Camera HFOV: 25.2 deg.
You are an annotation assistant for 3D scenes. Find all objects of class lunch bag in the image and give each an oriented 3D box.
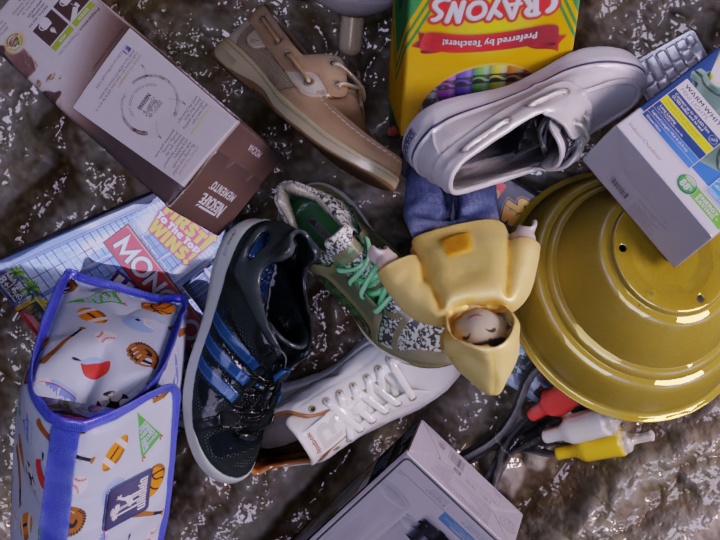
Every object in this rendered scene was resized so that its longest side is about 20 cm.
[{"bbox_3d":[-0.191,0.124,1.157,0.123,0.200,0.171,10,116,-1],"label":"lunch bag"}]

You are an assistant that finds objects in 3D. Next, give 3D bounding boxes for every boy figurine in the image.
[{"bbox_3d":[0.068,-0.005,1.147,0.124,0.065,0.201,-4,57,-3],"label":"boy figurine"}]

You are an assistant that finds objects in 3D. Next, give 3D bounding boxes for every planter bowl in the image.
[{"bbox_3d":[0.211,0.002,1.173,0.200,0.083,0.201,6,66,-14],"label":"planter bowl"}]

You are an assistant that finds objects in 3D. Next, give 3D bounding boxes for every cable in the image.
[{"bbox_3d":[0.122,0.130,1.239,0.200,0.050,0.097,-32,106,26],"label":"cable"}]

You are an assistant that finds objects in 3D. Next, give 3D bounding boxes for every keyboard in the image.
[{"bbox_3d":[0.278,-0.085,1.242,0.056,0.011,0.200,-29,97,8],"label":"keyboard"}]

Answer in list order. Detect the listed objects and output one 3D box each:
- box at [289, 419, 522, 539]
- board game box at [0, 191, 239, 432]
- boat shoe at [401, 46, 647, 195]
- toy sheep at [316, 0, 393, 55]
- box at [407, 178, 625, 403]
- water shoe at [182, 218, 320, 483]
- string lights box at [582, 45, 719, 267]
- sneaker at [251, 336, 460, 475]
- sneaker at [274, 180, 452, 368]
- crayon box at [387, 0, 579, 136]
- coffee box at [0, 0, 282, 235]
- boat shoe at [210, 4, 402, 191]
[{"bbox_3d":[0.017,0.227,1.268,0.117,0.060,0.200,44,114,-5],"label":"box"},{"bbox_3d":[-0.151,0.014,1.261,0.200,0.062,0.200,-37,96,10],"label":"board game box"},{"bbox_3d":[0.128,-0.101,1.133,0.199,0.066,0.072,-16,136,-27],"label":"boat shoe"},{"bbox_3d":[-0.004,-0.257,1.173,0.137,0.138,0.201,4,115,3],"label":"toy sheep"},{"bbox_3d":[0.135,0.020,1.255,0.200,0.040,0.137,33,101,-2],"label":"box"},{"bbox_3d":[-0.079,0.063,1.184,0.079,0.071,0.201,11,96,45],"label":"water shoe"},{"bbox_3d":[0.266,-0.102,1.154,0.200,0.059,0.103,-37,83,-27],"label":"string lights box"},{"bbox_3d":[-0.007,0.109,1.243,0.200,0.085,0.073,-27,112,17],"label":"sneaker"},{"bbox_3d":[0.000,0.000,1.199,0.200,0.089,0.077,39,90,23],"label":"sneaker"},{"bbox_3d":[0.088,-0.168,1.158,0.126,0.051,0.200,-6,134,-8],"label":"crayon box"},{"bbox_3d":[-0.165,-0.124,1.175,0.200,0.113,0.080,41,91,17],"label":"coffee box"},{"bbox_3d":[-0.032,-0.131,1.184,0.065,0.071,0.200,-49,59,2],"label":"boat shoe"}]
